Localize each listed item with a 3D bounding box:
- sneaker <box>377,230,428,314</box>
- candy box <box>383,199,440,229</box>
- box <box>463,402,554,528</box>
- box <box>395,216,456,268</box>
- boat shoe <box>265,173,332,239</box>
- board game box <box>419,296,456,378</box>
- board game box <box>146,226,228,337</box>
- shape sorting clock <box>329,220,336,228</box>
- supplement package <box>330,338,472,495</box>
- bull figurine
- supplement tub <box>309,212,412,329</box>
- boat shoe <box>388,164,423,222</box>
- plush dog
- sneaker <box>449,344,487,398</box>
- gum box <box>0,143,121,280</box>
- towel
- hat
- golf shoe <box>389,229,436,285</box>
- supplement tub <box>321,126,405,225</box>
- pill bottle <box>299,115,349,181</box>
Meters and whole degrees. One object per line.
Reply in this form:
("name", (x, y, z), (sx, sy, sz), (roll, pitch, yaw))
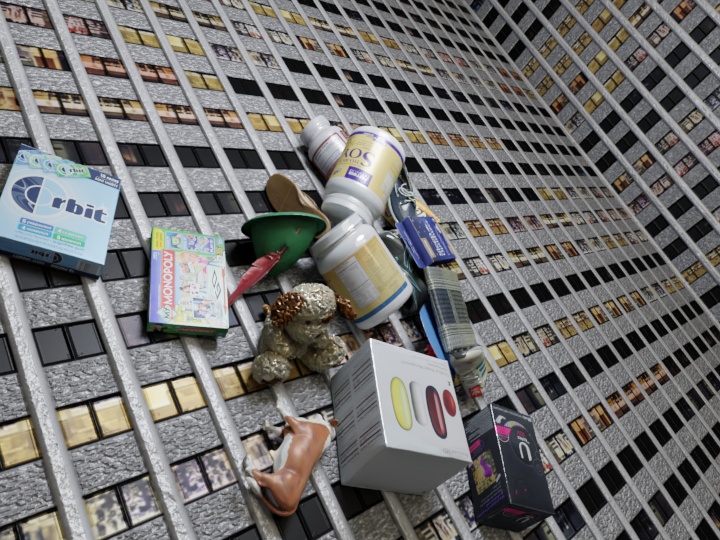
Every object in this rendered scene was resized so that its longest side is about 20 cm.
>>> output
("sneaker", (0.089, 0.006, 1.353), (0.203, 0.074, 0.079), (59, 40, -7))
("candy box", (0.109, -0.168, 1.578), (0.200, 0.055, 0.115), (47, 40, 4))
("box", (0.286, 0.389, 1.176), (0.120, 0.106, 0.204), (21, 43, -25))
("box", (0.159, -0.070, 1.413), (0.198, 0.032, 0.123), (-10, 69, -61))
("boat shoe", (-0.133, -0.138, 1.328), (0.199, 0.073, 0.072), (40, 5, 19))
("board game box", (0.164, 0.153, 1.325), (0.161, 0.038, 0.200), (61, 19, -5))
("board game box", (-0.301, 0.018, 1.039), (0.131, 0.029, 0.204), (8, 50, -27))
("shape sorting clock", (-0.010, -0.044, 1.368), (0.196, 0.039, 0.204), (25, 41, -23))
("supplement package", (0.066, 0.264, 1.060), (0.187, 0.148, 0.204), (18, 43, -29))
("bull figurine", (-0.110, 0.286, 0.949), (0.120, 0.066, 0.201), (34, 36, -5))
("supplement tub", (0.000, 0.000, 1.221), (0.202, 0.143, 0.145), (55, 37, -6))
("boat shoe", (0.112, -0.189, 1.507), (0.073, 0.062, 0.205), (14, 51, -34))
("plush dog", (-0.104, 0.088, 1.049), (0.196, 0.172, 0.163), (-5, 57, -43))
("sneaker", (0.242, 0.220, 1.275), (0.200, 0.068, 0.096), (41, 36, -66))
("gum box", (-0.494, -0.097, 0.974), (0.166, 0.045, 0.204), (19, 43, -29))
("towel", (0.204, 0.091, 1.365), (0.198, 0.034, 0.198), (9, 63, -62))
("hat", (-0.157, 0.000, 1.154), (0.193, 0.166, 0.182), (-6, 74, 3))
("golf shoe", (0.143, -0.026, 1.465), (0.201, 0.077, 0.088), (50, 30, 7))
("supplement tub", (0.005, -0.201, 1.337), (0.143, 0.145, 0.204), (30, 70, -15))
("pill bottle", (-0.060, -0.283, 1.487), (0.201, 0.112, 0.111), (50, 38, 8))
